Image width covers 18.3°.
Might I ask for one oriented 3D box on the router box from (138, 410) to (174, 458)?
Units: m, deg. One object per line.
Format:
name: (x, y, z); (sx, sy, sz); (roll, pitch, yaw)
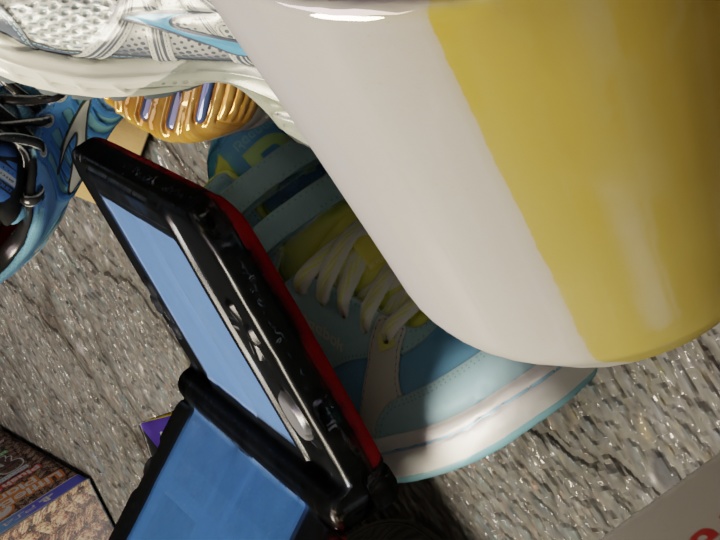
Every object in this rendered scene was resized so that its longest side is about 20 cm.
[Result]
router box: (-0.041, 0.152, 1.018); (0.200, 0.052, 0.158); (80, 170, -76)

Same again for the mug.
mug: (0.055, -0.048, 0.527); (0.187, 0.149, 0.154); (46, 165, 46)

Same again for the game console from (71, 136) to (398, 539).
game console: (-0.078, 0.061, 0.803); (0.173, 0.118, 0.200); (60, 168, -19)

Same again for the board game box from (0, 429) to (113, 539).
board game box: (-0.236, 0.219, 1.608); (0.200, 0.096, 0.160); (16, 134, 61)

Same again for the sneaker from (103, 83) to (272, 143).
sneaker: (-0.086, -0.118, 0.805); (0.200, 0.088, 0.076); (46, 128, 22)

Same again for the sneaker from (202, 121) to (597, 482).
sneaker: (0.000, 0.000, 0.798); (0.131, 0.079, 0.200); (61, 158, -11)

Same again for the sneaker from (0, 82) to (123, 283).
sneaker: (-0.128, -0.059, 0.888); (0.078, 0.090, 0.201); (24, 121, -6)

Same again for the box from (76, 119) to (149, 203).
box: (-0.166, -0.097, 1.002); (0.162, 0.021, 0.200); (23, 158, -5)

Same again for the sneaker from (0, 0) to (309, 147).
sneaker: (-0.043, -0.097, 0.673); (0.198, 0.078, 0.087); (13, 146, -5)

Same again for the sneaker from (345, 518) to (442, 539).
sneaker: (0.059, 0.203, 0.969); (0.200, 0.074, 0.107); (52, 164, 44)

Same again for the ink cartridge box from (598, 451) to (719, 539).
ink cartridge box: (0.141, 0.139, 0.573); (0.200, 0.146, 0.083); (43, 154, 33)
